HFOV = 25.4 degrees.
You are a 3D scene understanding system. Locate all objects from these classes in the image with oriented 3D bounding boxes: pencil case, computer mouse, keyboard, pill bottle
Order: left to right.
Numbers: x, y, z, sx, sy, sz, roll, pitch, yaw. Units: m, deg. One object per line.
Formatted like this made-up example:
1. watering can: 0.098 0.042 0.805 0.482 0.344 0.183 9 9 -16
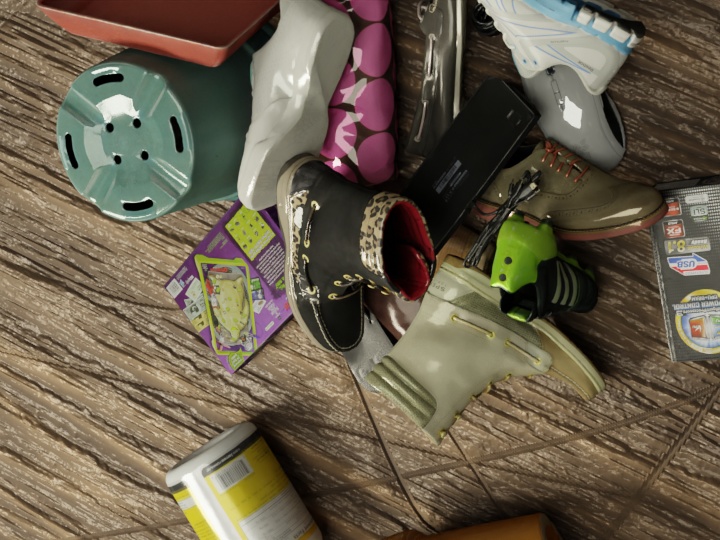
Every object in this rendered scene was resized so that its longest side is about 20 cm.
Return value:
1. pill bottle: -0.109 0.269 1.672 0.112 0.112 0.201 -30 92 28
2. pencil case: -0.014 -0.177 1.509 0.093 0.091 0.202 6 106 25
3. keyboard: 0.097 -0.067 1.440 0.201 0.021 0.127 -54 49 20
4. computer mouse: 0.180 -0.177 1.444 0.109 0.044 0.201 -23 95 27

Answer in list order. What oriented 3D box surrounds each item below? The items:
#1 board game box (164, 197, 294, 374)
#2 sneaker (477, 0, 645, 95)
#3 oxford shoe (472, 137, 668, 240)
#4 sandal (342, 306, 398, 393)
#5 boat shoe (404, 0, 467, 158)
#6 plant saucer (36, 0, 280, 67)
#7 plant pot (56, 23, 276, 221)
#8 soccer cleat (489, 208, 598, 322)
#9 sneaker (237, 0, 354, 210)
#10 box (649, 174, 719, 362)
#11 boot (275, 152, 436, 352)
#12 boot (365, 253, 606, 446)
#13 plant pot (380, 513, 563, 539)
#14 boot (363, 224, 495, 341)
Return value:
1. board game box: -0.115 0.010 1.608 0.120 0.032 0.200 55 136 8
2. sneaker: 0.141 -0.217 1.390 0.199 0.075 0.087 31 116 12
3. oxford shoe: 0.179 -0.077 1.427 0.199 0.070 0.075 8 124 35
4. sandal: -0.023 0.034 1.600 0.076 0.043 0.201 -39 88 28
5. boat shoe: 0.069 -0.197 1.472 0.056 0.067 0.202 2 110 7
6. plant saucer: -0.167 -0.253 1.496 0.198 0.200 0.037 15 127 19
7. plant pot: -0.177 -0.141 1.529 0.198 0.196 0.202 7 109 21
8. soccer cleat: 0.160 0.013 1.430 0.067 0.200 0.082 19 81 29
9. sneaker: -0.075 -0.157 1.467 0.088 0.075 0.201 33 108 31
10. box: 0.363 -0.007 1.414 0.198 0.044 0.162 -6 102 25
11. boot: 0.000 0.000 1.450 0.150 0.073 0.202 20 126 46
12. boot: 0.118 0.101 1.488 0.199 0.072 0.155 36 87 -15
13. plant pot: 0.120 0.329 1.556 0.182 0.200 0.202 -25 95 12
14. boot: 0.031 0.031 1.558 0.165 0.072 0.202 20 103 14
